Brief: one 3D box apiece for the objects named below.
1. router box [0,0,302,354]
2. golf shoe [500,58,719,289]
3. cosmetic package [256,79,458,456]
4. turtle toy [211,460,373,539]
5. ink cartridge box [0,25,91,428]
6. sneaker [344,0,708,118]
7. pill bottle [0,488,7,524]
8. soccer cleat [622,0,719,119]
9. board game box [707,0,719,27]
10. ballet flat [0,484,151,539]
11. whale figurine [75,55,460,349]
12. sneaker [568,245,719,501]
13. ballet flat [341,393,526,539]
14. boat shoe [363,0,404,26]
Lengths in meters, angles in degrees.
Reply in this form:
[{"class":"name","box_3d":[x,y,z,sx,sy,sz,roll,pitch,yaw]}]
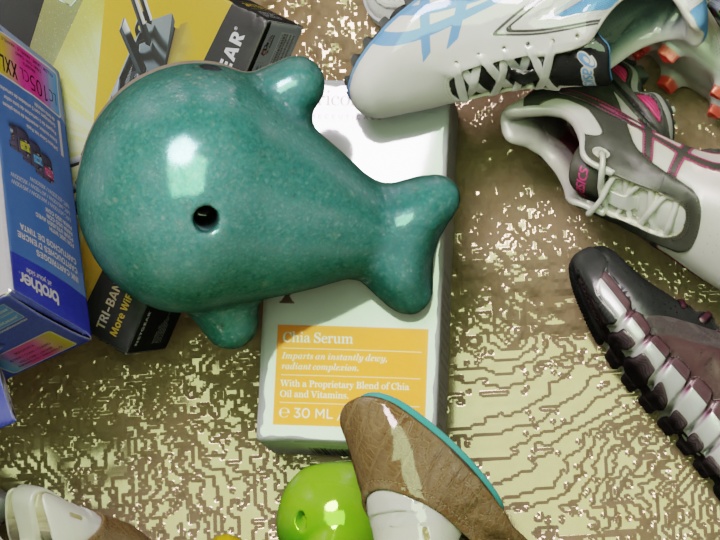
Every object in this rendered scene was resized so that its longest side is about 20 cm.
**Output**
[{"class":"router box","box_3d":[-0.143,-0.078,1.266,0.156,0.052,0.201,27,101,19]},{"class":"golf shoe","box_3d":[0.157,-0.037,1.216,0.088,0.078,0.200,-13,40,-35]},{"class":"cosmetic package","box_3d":[0.000,0.000,1.265,0.100,0.071,0.202,1,80,6]},{"class":"turtle toy","box_3d":[-0.037,0.196,1.220,0.145,0.101,0.201,29,81,-13]},{"class":"ink cartridge box","box_3d":[-0.219,-0.010,1.191,0.136,0.076,0.201,-23,57,22]},{"class":"sneaker","box_3d":[0.088,-0.121,1.206,0.198,0.072,0.073,-20,56,0]},{"class":"pill bottle","box_3d":[-0.281,0.185,1.241,0.115,0.116,0.201,32,84,10]},{"class":"soccer cleat","box_3d":[0.163,-0.165,1.281,0.200,0.069,0.078,42,84,14]},{"class":"board game box","box_3d":[0.282,-0.085,1.220,0.199,0.062,0.201,-35,102,0]},{"class":"ballet flat","box_3d":[-0.187,0.157,1.204,0.067,0.199,0.073,1,110,43]},{"class":"whale figurine","box_3d":[-0.047,-0.029,1.172,0.198,0.104,0.160,16,102,-10]},{"class":"sneaker","box_3d":[0.209,0.046,1.242,0.115,0.076,0.201,-37,89,-6]},{"class":"ballet flat","box_3d":[0.052,0.153,1.190,0.200,0.068,0.073,48,54,-22]},{"class":"boat shoe","box_3d":[0.062,-0.183,1.238,0.201,0.086,0.075,-18,76,40]}]
